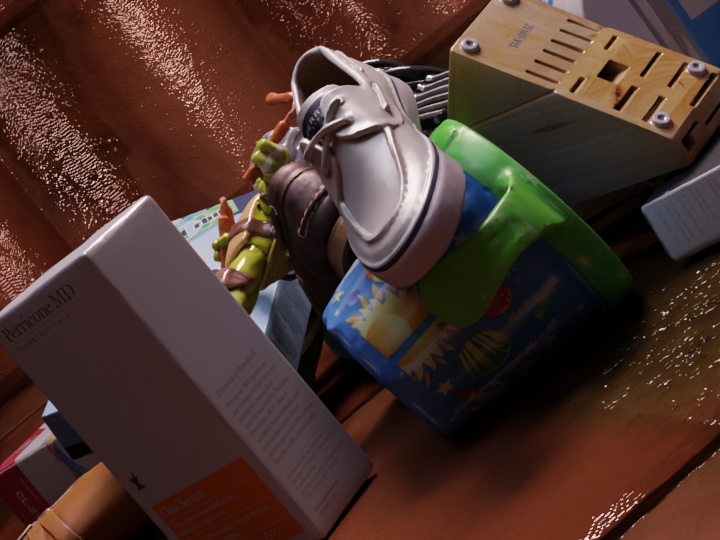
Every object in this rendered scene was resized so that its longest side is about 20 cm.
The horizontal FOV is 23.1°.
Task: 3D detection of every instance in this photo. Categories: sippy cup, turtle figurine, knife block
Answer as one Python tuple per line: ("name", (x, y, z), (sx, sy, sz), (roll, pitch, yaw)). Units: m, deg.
("sippy cup", (0.054, 0.011, 0.941), (0.130, 0.178, 0.140), (-49, 51, -2))
("turtle figurine", (-0.067, -0.006, 1.077), (0.200, 0.064, 0.161), (124, 168, -61))
("knife block", (0.106, -0.066, 1.021), (0.064, 0.200, 0.176), (-51, -26, -32))

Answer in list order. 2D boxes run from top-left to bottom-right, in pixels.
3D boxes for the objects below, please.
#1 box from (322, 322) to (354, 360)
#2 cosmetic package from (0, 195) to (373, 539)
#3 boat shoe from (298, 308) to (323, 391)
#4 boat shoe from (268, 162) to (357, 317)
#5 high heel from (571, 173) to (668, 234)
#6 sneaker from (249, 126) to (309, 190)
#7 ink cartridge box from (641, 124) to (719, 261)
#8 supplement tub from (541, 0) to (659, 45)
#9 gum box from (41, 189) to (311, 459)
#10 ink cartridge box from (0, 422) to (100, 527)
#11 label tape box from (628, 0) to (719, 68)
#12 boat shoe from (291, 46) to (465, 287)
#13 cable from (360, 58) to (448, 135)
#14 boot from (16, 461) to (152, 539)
("box", (0.018, 0.023, 1.264), (0.082, 0.049, 0.200), (-40, 8, -9))
("cosmetic package", (-0.099, 0.070, 0.977), (0.101, 0.200, 0.071), (-33, 11, 40))
("boat shoe", (-0.069, 0.092, 1.199), (0.072, 0.066, 0.201), (-14, 21, 22))
("boat shoe", (0.000, 0.000, 1.044), (0.070, 0.070, 0.200), (-51, -29, -18))
("high heel", (0.127, -0.027, 1.079), (0.143, 0.071, 0.200), (-54, 16, -12))
("sneaker", (0.006, -0.052, 1.369), (0.075, 0.200, 0.082), (-68, -18, -3))
("ink cartridge box", (0.264, -0.102, 0.916), (0.200, 0.043, 0.198), (-28, 13, 47))
("supplement tub", (0.183, -0.186, 1.417), (0.132, 0.132, 0.200), (-41, 8, -22))
("gum box", (-0.115, 0.027, 1.207), (0.170, 0.045, 0.200), (-19, 30, 20))
("ink cartridge box", (-0.194, 0.131, 1.468), (0.200, 0.083, 0.146), (-31, 10, 41))
("label tape box", (0.223, -0.187, 1.201), (0.066, 0.143, 0.200), (-37, 8, 2))
("boat shoe", (-0.002, -0.062, 0.899), (0.071, 0.070, 0.200), (-51, 25, 21))
("cable", (0.072, -0.104, 1.283), (0.163, 0.200, 0.051), (27, -104, -65))
("boot", (-0.181, 0.174, 1.232), (0.155, 0.074, 0.200), (-40, -4, -18))
